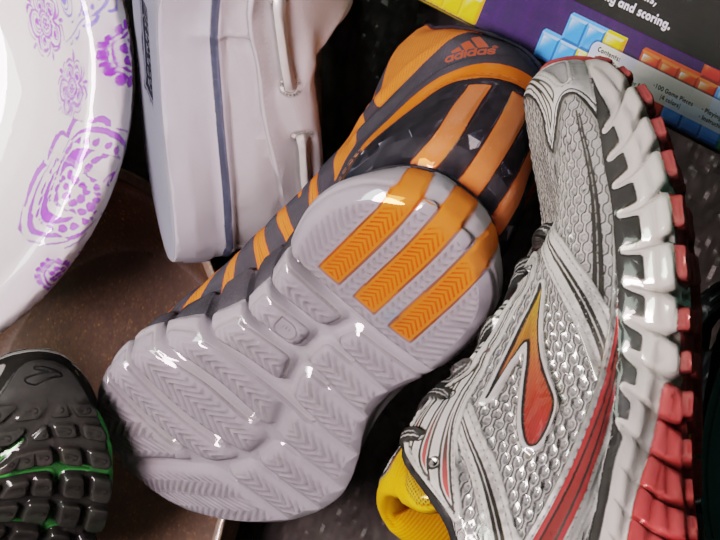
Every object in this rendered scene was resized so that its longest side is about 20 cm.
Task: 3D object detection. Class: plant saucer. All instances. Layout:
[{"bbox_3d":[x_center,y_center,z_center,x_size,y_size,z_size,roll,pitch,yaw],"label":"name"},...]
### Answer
[{"bbox_3d":[-0.099,0.063,0.939,0.200,0.037,0.201,-12,73,44],"label":"plant saucer"}]

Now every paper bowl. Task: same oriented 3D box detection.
[{"bbox_3d":[-0.173,-0.064,0.877,0.104,0.200,0.201,-123,48,-86],"label":"paper bowl"}]

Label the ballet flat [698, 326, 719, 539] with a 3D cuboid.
[{"bbox_3d":[0.129,0.003,0.685,0.068,0.068,0.200,22,132,28],"label":"ballet flat"}]

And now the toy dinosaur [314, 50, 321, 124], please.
[{"bbox_3d":[-0.023,-0.109,0.890,0.060,0.106,0.201,-9,68,6],"label":"toy dinosaur"}]

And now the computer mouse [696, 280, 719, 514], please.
[{"bbox_3d":[0.064,0.082,0.776,0.059,0.034,0.200,48,110,24],"label":"computer mouse"}]

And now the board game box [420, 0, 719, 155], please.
[{"bbox_3d":[0.089,-0.135,0.777,0.200,0.057,0.166,34,103,45],"label":"board game box"}]

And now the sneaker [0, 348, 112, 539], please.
[{"bbox_3d":[-0.141,0.065,0.877,0.200,0.078,0.085,-38,50,54],"label":"sneaker"}]

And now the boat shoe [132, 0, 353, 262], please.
[{"bbox_3d":[-0.035,-0.091,0.813,0.200,0.065,0.074,93,164,-44],"label":"boat shoe"}]

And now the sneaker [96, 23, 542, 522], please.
[{"bbox_3d":[0.000,0.000,0.808,0.200,0.078,0.112,-36,16,47],"label":"sneaker"}]

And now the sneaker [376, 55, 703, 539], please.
[{"bbox_3d":[0.044,0.034,0.663,0.082,0.078,0.200,0,62,9],"label":"sneaker"}]
